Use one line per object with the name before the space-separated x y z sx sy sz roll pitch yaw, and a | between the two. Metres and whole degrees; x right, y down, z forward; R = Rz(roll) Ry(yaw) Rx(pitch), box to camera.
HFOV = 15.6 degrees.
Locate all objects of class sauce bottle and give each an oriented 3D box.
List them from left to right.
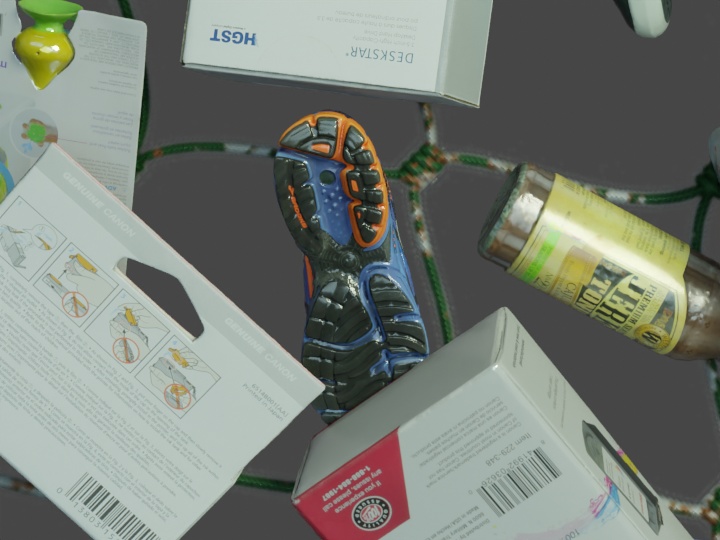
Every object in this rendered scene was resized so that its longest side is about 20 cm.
sauce bottle | 0.165 0.009 1.494 0.199 0.065 0.065 27 90 -3

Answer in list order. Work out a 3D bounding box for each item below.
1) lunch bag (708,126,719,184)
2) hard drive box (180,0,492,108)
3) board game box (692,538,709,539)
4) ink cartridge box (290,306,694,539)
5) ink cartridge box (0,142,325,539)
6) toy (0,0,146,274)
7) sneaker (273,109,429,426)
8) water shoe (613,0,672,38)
lunch bag | 0.266 -0.079 1.447 0.126 0.170 0.201 12 91 -6
hard drive box | -0.004 -0.199 1.446 0.155 0.077 0.201 9 91 18
board game box | 0.226 0.260 1.521 0.135 0.035 0.201 7 91 -4
ink cartridge box | 0.081 0.144 1.447 0.147 0.086 0.200 -35 107 18
ink cartridge box | -0.139 0.045 1.446 0.200 0.045 0.176 42 117 -5
toy | -0.176 -0.056 1.468 0.115 0.047 0.201 11 113 11
sneaker | 0.000 0.000 1.480 0.075 0.078 0.201 -4 109 8
water shoe | 0.112 -0.216 1.491 0.079 0.071 0.201 -24 86 14
